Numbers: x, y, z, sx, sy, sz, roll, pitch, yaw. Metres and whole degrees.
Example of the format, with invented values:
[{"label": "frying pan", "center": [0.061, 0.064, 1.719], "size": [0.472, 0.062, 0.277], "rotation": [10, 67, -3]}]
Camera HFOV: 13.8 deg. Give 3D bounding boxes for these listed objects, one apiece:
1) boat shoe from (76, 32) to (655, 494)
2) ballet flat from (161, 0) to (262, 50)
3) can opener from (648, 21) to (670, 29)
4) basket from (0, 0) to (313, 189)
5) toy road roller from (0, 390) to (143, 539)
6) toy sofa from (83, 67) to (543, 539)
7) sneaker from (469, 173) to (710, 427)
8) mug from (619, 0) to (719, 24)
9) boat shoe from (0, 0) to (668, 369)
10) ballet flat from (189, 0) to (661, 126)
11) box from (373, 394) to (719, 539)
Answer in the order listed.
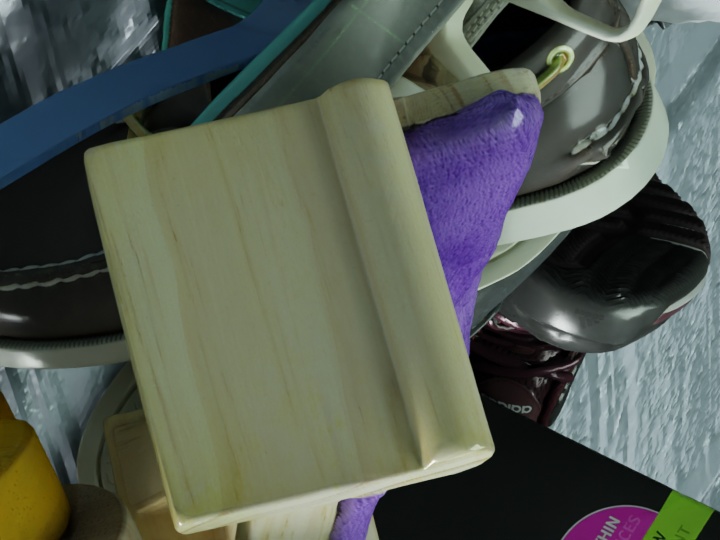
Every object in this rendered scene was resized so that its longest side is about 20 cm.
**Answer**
[{"label": "boat shoe", "center": [0.000, 0.000, 0.817], "size": [0.200, 0.072, 0.068], "rotation": [-46, 172, -8]}, {"label": "ballet flat", "center": [-0.022, -0.071, 0.841], "size": [0.070, 0.067, 0.201], "rotation": [-45, 157, -67]}, {"label": "can opener", "center": [0.048, -0.082, 1.001], "size": [0.200, 0.053, 0.067], "rotation": [-36, 112, -47]}, {"label": "basket", "center": [-0.055, -0.119, 0.617], "size": [0.176, 0.139, 0.201], "rotation": [-35, 140, -49]}, {"label": "toy road roller", "center": [-0.097, 0.082, 0.669], "size": [0.146, 0.199, 0.123], "rotation": [-47, 120, -46]}, {"label": "toy sofa", "center": [-0.006, 0.035, 0.671], "size": [0.097, 0.083, 0.200], "rotation": [-11, 161, -9]}, {"label": "sneaker", "center": [0.065, 0.021, 1.004], "size": [0.200, 0.075, 0.116], "rotation": [-80, -174, -72]}, {"label": "mug", "center": [0.127, -0.120, 0.747], "size": [0.200, 0.175, 0.148], "rotation": [51, 37, -24]}, {"label": "boat shoe", "center": [-0.026, -0.031, 0.753], "size": [0.061, 0.200, 0.072], "rotation": [63, 15, -45]}, {"label": "ballet flat", "center": [0.025, -0.059, 0.666], "size": [0.200, 0.064, 0.067], "rotation": [-50, 172, 15]}, {"label": "box", "center": [0.040, 0.138, 0.995], "size": [0.149, 0.199, 0.124], "rotation": [-55, 153, -20]}]
